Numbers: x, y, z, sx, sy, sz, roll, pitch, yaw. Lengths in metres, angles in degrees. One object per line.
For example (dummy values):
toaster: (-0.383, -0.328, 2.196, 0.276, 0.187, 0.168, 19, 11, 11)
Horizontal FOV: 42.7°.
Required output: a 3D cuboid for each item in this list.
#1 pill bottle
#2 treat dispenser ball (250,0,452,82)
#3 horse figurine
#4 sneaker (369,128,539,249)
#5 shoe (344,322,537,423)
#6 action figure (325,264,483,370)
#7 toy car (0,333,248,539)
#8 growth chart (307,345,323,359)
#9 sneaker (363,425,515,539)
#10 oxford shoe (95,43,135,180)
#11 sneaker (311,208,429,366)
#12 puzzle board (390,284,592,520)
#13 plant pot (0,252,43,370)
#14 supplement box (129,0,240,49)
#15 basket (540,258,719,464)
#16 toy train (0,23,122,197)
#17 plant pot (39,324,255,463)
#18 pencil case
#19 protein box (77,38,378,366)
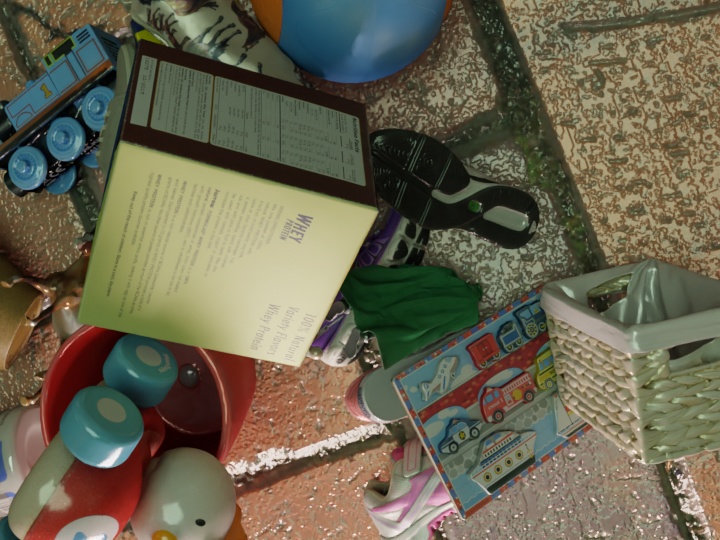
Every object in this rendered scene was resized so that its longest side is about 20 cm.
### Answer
pill bottle: (-0.443, 0.229, 1.043, 0.197, 0.114, 0.116, -16, 93, 12)
treat dispenser ball: (-0.008, -0.279, 0.858, 0.197, 0.201, 0.205, 1, 96, 11)
horse figurine: (-0.323, 0.065, 1.009, 0.049, 0.132, 0.204, 2, 107, 23)
sneaker: (0.068, -0.082, 0.895, 0.198, 0.115, 0.077, 23, 96, -26)
shoe: (0.080, 0.106, 0.952, 0.197, 0.091, 0.073, -17, 85, -18)
action figure: (0.055, 0.036, 0.894, 0.055, 0.198, 0.119, -48, 62, 39)
toy car: (-0.178, 0.198, 0.788, 0.198, 0.177, 0.185, 34, 112, -7)
growth chart: (-0.111, 0.017, 0.948, 0.018, 0.145, 0.200, -41, 89, -12)
sneaker: (0.077, 0.209, 0.954, 0.200, 0.081, 0.088, -44, 88, 11)
oxford shoe: (-0.231, -0.130, 0.902, 0.057, 0.075, 0.204, -7, 74, -2)
sneaker: (0.000, 0.000, 0.953, 0.083, 0.080, 0.202, 36, 97, 21)
puzzle board: (0.144, 0.125, 0.910, 0.198, 0.017, 0.153, -28, 90, -22)
plant pot: (-0.457, 0.023, 1.005, 0.197, 0.187, 0.189, 24, 100, -7)
supplement box: (-0.142, -0.161, 0.928, 0.108, 0.109, 0.203, -23, 91, -11)
basket: (0.262, 0.076, 0.836, 0.133, 0.200, 0.126, -11, 102, -8)
toy train: (-0.318, -0.167, 0.994, 0.198, 0.087, 0.115, -34, 81, 12)
plant pot: (-0.200, 0.127, 0.951, 0.196, 0.177, 0.205, 1, 97, 10)
pencil case: (-0.124, -0.193, 0.838, 0.200, 0.078, 0.089, 47, 67, -5)
protein box: (-0.113, -0.049, 0.771, 0.197, 0.136, 0.200, 13, 133, -17)
